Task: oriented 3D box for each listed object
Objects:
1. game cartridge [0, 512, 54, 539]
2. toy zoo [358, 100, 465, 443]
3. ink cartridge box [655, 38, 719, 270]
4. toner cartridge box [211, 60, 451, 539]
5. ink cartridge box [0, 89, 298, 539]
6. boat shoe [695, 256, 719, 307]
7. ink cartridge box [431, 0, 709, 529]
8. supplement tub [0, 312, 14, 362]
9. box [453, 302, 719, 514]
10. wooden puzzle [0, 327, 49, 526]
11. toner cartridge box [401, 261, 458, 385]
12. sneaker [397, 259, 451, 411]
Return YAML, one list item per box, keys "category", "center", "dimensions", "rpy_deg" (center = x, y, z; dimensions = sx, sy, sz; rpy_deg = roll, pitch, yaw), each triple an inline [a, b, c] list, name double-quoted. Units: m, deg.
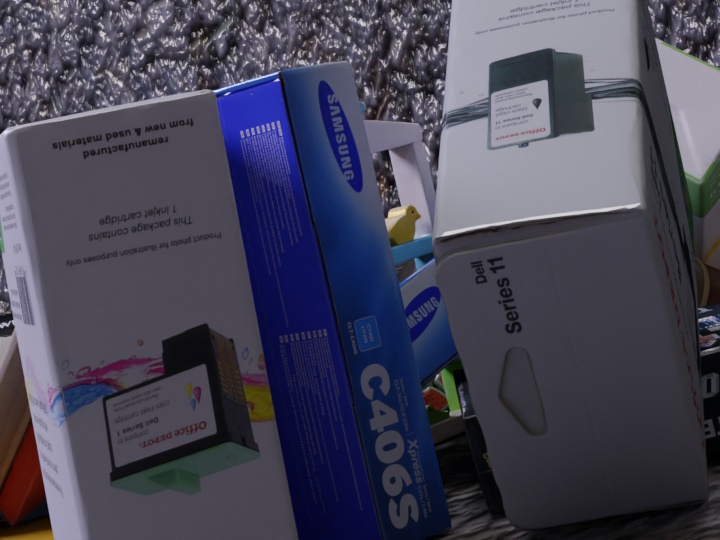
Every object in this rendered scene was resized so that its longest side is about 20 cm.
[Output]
- category: "game cartridge"
  center: [-0.134, 0.129, 1.099]
  dimensions: [0.199, 0.033, 0.176]
  rpy_deg: [-17, 4, -13]
- category: "toy zoo"
  center: [0.000, 0.000, 1.200]
  dimensions: [0.020, 0.202, 0.131]
  rpy_deg: [-11, 5, 43]
- category: "ink cartridge box"
  center: [0.156, -0.050, 1.251]
  dimensions: [0.117, 0.068, 0.200]
  rpy_deg: [29, -18, 20]
- category: "toner cartridge box"
  center: [-0.027, 0.020, 0.957]
  dimensions: [0.043, 0.202, 0.095]
  rpy_deg: [-14, 3, -43]
- category: "ink cartridge box"
  center: [-0.088, 0.039, 0.889]
  dimensions: [0.083, 0.202, 0.145]
  rpy_deg: [-11, 2, -12]
- category: "boat shoe"
  center: [0.144, 0.037, 1.264]
  dimensions: [0.067, 0.073, 0.200]
  rpy_deg: [22, -19, -25]
- category: "ink cartridge box"
  center: [0.087, -0.016, 0.910]
  dimensions: [0.082, 0.147, 0.201]
  rpy_deg: [-9, 35, 13]
- category: "supplement tub"
  center: [-0.171, 0.081, 1.239]
  dimensions: [0.199, 0.124, 0.122]
  rpy_deg: [-15, 3, -12]
- category: "box"
  center: [0.125, 0.057, 1.044]
  dimensions: [0.158, 0.046, 0.200]
  rpy_deg: [-15, 3, 1]
- category: "wooden puzzle"
  center: [-0.102, 0.057, 1.077]
  dimensions: [0.184, 0.037, 0.200]
  rpy_deg: [-18, -25, -39]
- category: "toner cartridge box"
  center: [0.042, 0.017, 1.140]
  dimensions: [0.095, 0.043, 0.200]
  rpy_deg: [-39, -1, 44]
- category: "sneaker"
  center: [0.032, 0.039, 1.312]
  dimensions: [0.200, 0.077, 0.082]
  rpy_deg: [-44, 0, -29]
